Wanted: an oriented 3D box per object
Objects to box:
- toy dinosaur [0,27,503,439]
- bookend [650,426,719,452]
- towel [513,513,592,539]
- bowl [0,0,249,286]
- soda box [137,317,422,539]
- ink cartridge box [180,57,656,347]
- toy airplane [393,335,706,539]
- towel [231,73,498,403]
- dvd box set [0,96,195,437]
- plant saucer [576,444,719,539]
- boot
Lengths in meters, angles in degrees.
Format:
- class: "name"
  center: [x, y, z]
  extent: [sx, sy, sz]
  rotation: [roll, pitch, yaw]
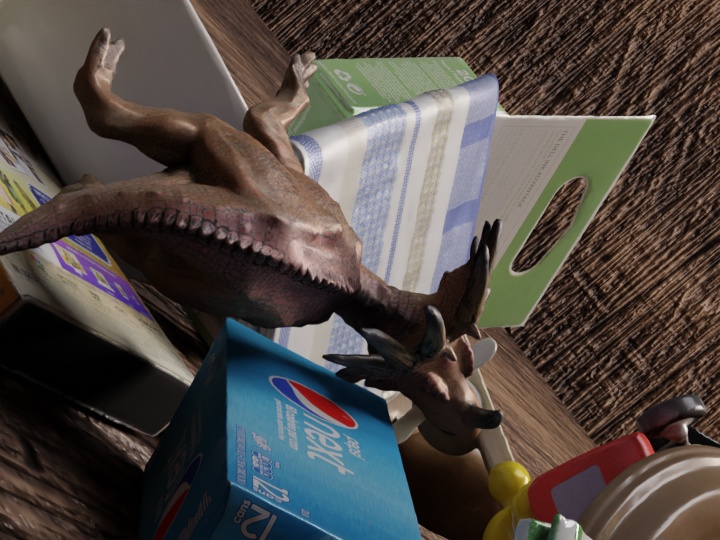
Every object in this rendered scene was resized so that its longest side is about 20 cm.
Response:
- class: "toy dinosaur"
  center: [-0.027, -0.006, 0.751]
  extent: [0.135, 0.086, 0.200]
  rotation: [42, 19, 29]
- class: "bookend"
  center: [0.192, 0.217, 1.173]
  extent: [0.198, 0.200, 0.092]
  rotation: [30, -19, -1]
- class: "towel"
  center: [0.089, 0.187, 0.817]
  extent: [0.200, 0.023, 0.153]
  rotation: [45, 50, -52]
- class: "bowl"
  center: [-0.114, -0.082, 0.954]
  extent: [0.200, 0.075, 0.200]
  rotation: [62, -10, -31]
- class: "soda box"
  center: [-0.028, 0.078, 0.729]
  extent: [0.068, 0.064, 0.200]
  rotation: [28, 10, -9]
- class: "ink cartridge box"
  center: [0.027, -0.031, 1.085]
  extent: [0.200, 0.146, 0.048]
  rotation: [-6, 47, -43]
- class: "toy airplane"
  center: [0.078, 0.137, 1.060]
  extent: [0.200, 0.141, 0.200]
  rotation: [-142, -137, -58]
- class: "towel"
  center: [0.000, 0.000, 0.945]
  extent: [0.024, 0.147, 0.200]
  rotation: [19, 20, 21]
- class: "dvd box set"
  center: [-0.144, -0.037, 0.829]
  extent: [0.200, 0.029, 0.146]
  rotation: [53, 6, 23]
- class: "plant saucer"
  center: [0.139, 0.172, 0.946]
  extent: [0.029, 0.201, 0.200]
  rotation: [4, -33, 46]
- class: "boot"
  center: [0.001, 0.079, 1.139]
  extent: [0.200, 0.074, 0.076]
  rotation: [42, 22, -14]
